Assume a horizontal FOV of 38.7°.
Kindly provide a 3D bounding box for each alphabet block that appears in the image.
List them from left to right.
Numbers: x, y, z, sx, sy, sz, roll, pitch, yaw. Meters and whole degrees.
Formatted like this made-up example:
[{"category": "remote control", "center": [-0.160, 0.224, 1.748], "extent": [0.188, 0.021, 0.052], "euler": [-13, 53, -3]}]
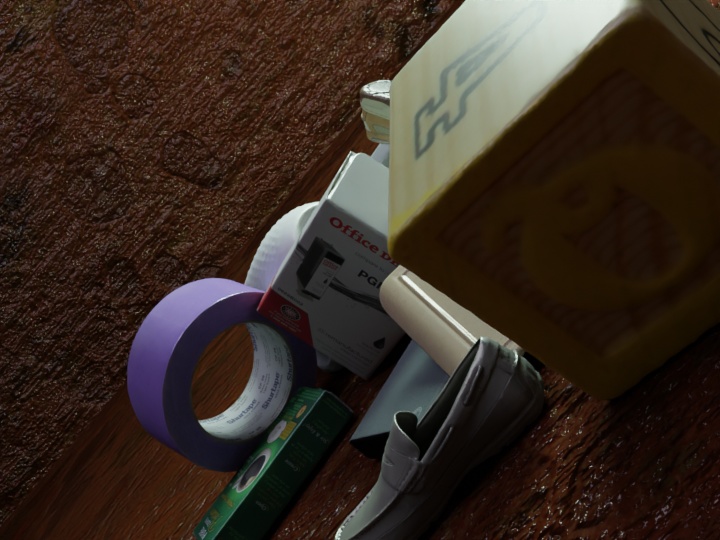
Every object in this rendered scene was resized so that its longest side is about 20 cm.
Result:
[{"category": "alphabet block", "center": [0.144, -0.079, 0.639], "extent": [0.196, 0.195, 0.201], "euler": [-45, 25, 30]}]

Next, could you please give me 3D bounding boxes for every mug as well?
[{"category": "mug", "center": [-0.050, 0.024, 1.232], "extent": [0.176, 0.146, 0.201], "euler": [120, 139, -56]}]

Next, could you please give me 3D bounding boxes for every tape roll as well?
[{"category": "tape roll", "center": [-0.151, 0.114, 1.139], "extent": [0.085, 0.200, 0.201], "euler": [16, 64, 50]}]

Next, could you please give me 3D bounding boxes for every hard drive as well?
[{"category": "hard drive", "center": [0.078, 0.072, 0.895], "extent": [0.201, 0.033, 0.139], "euler": [-56, 13, -26]}]

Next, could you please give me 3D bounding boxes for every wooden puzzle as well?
[{"category": "wooden puzzle", "center": [0.122, -0.006, 0.837], "extent": [0.200, 0.037, 0.185], "euler": [-47, 34, 1]}]

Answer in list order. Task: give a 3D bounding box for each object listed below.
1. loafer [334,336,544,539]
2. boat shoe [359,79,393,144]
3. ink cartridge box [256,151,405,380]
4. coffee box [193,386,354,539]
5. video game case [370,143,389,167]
[{"category": "loafer", "center": [0.045, 0.130, 0.739], "extent": [0.200, 0.070, 0.070], "euler": [-48, 13, 9]}, {"category": "boat shoe", "center": [0.084, -0.137, 1.057], "extent": [0.071, 0.077, 0.199], "euler": [-26, 39, -38]}, {"category": "ink cartridge box", "center": [0.000, 0.000, 1.046], "extent": [0.200, 0.146, 0.083], "euler": [-55, 4, 46]}, {"category": "coffee box", "center": [-0.094, 0.213, 1.071], "extent": [0.200, 0.044, 0.123], "euler": [-53, 10, -14]}, {"category": "video game case", "center": [0.127, -0.186, 1.176], "extent": [0.181, 0.023, 0.200], "euler": [-7, -30, -35]}]
